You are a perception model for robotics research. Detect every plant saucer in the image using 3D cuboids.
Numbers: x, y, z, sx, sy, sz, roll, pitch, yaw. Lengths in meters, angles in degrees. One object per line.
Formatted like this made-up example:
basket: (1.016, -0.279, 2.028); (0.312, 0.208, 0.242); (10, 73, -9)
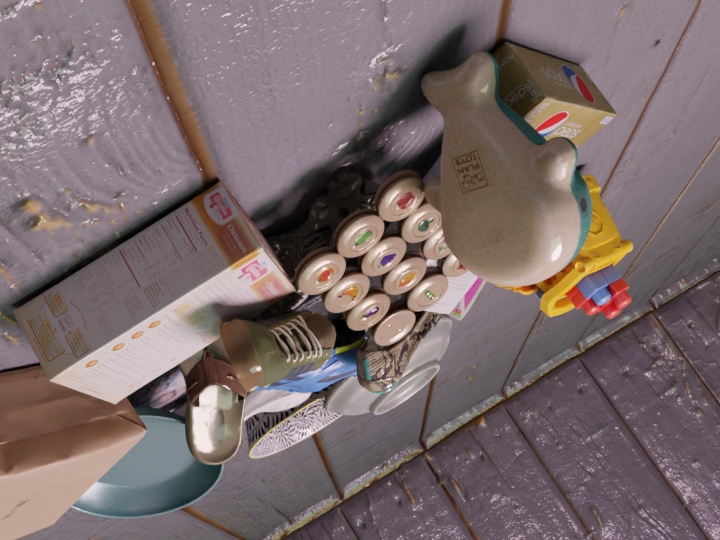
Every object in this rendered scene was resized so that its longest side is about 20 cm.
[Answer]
plant saucer: (-0.254, 0.210, 1.189); (0.200, 0.036, 0.200); (-7, 137, -7)
plant saucer: (0.047, 0.135, 1.362); (0.200, 0.050, 0.200); (-34, 163, -12)

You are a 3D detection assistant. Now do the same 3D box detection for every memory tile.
memory tile: (0.033, -0.005, 1.018); (0.153, 0.017, 0.200); (-42, 145, 7)

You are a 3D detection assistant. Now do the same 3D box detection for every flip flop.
flip flop: (-0.152, 0.120, 1.094); (0.081, 0.058, 0.200); (-6, 114, -16)

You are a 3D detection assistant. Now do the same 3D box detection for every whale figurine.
whale figurine: (0.125, -0.089, 0.909); (0.159, 0.200, 0.104); (-17, -172, 46)

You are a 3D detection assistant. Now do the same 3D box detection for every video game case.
video game case: (-0.216, 0.124, 1.210); (0.182, 0.024, 0.200); (-23, 162, -30)

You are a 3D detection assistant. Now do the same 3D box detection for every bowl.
bowl: (-0.086, 0.163, 1.444); (0.201, 0.094, 0.201); (-29, 164, -9)

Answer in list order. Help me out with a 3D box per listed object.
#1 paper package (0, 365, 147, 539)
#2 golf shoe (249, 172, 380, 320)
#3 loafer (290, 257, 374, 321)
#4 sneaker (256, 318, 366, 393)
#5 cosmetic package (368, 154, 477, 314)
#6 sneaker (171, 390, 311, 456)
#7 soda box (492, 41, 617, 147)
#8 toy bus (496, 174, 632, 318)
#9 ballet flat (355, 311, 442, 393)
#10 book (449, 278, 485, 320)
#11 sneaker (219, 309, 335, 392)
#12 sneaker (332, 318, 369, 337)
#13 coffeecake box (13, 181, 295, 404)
paper package: (-0.339, 0.183, 1.012); (0.200, 0.104, 0.191); (-43, 161, 31)
golf shoe: (-0.048, -0.014, 1.038); (0.200, 0.078, 0.097); (-36, 170, 15)
loafer: (0.000, 0.000, 1.194); (0.200, 0.063, 0.072); (-24, 149, -16)
sneaker: (-0.083, 0.116, 1.195); (0.200, 0.066, 0.079); (-13, 125, -23)
cosmetic package: (0.101, -0.052, 1.101); (0.102, 0.074, 0.200); (11, 121, -49)
sneaker: (-0.151, 0.148, 1.260); (0.200, 0.074, 0.079); (-28, 144, -18)
soda box: (0.174, -0.162, 1.018); (0.064, 0.068, 0.200); (-40, 163, 26)
toy bus: (0.279, -0.005, 1.462); (0.136, 0.192, 0.200); (-23, 163, -34)
ballet flat: (0.046, 0.060, 1.224); (0.068, 0.075, 0.200); (0, -151, 25)
book: (0.140, -0.025, 1.288); (0.134, 0.048, 0.200); (-63, 168, -14)
sneaker: (-0.068, 0.064, 0.961); (0.090, 0.067, 0.200); (-24, 172, -1)
sneaker: (-0.001, 0.036, 1.276); (0.200, 0.076, 0.092); (-23, 157, -35)
coffeecake box: (-0.169, 0.025, 0.917); (0.200, 0.073, 0.154); (-32, 164, -2)
